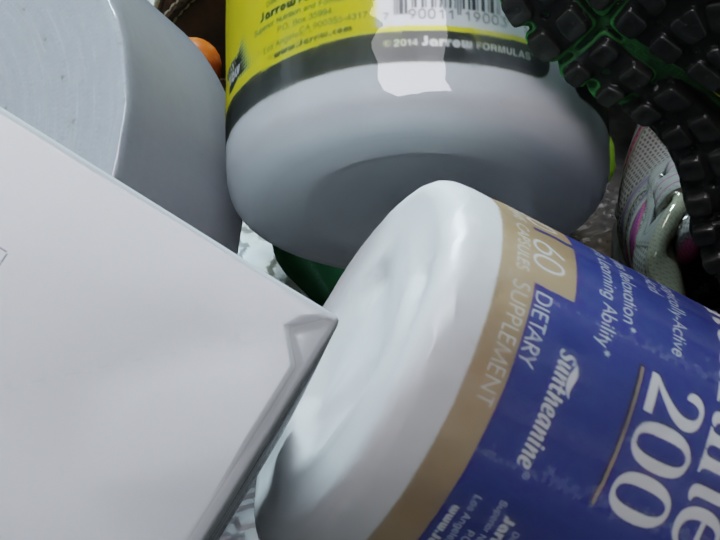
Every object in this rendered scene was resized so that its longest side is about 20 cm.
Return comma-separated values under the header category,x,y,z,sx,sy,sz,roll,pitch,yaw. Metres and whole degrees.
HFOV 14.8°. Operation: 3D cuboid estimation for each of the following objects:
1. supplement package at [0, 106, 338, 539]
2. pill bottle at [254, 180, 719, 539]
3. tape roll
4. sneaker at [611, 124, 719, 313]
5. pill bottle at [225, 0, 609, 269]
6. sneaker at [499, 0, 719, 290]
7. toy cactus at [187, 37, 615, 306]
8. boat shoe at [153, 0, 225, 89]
category,x,y,z,sx,sy,sz,roll,pitch,yaw
supplement package,-0.133,0.035,0.667,0.200,0.111,0.156,32,74,2
pill bottle,0.081,0.066,0.743,0.200,0.111,0.111,27,43,-15
tape roll,-0.136,-0.012,0.844,0.200,0.066,0.201,-15,58,26
sneaker,0.123,-0.001,0.871,0.081,0.088,0.200,-3,44,0
pill bottle,0.016,-0.109,0.835,0.112,0.113,0.201,-1,66,2
sneaker,0.096,-0.076,0.777,0.078,0.200,0.085,-18,31,26
toy cactus,0.000,0.000,0.886,0.199,0.102,0.165,-8,54,-18
boat shoe,0.006,-0.112,0.947,0.202,0.075,0.075,-30,28,27
